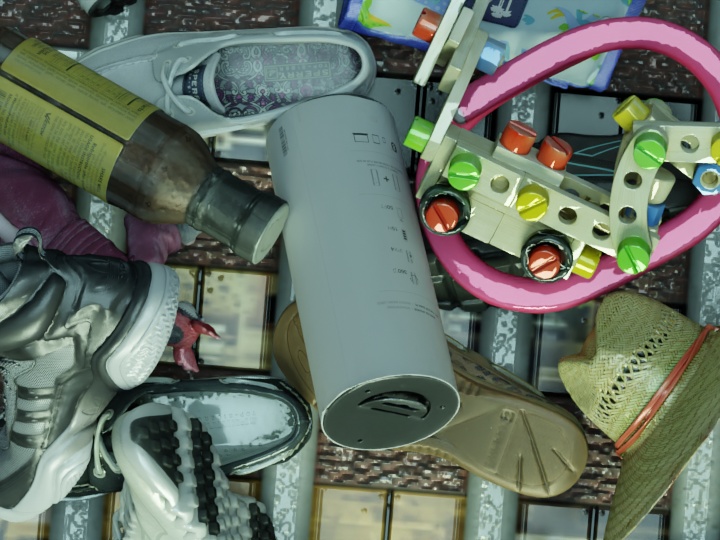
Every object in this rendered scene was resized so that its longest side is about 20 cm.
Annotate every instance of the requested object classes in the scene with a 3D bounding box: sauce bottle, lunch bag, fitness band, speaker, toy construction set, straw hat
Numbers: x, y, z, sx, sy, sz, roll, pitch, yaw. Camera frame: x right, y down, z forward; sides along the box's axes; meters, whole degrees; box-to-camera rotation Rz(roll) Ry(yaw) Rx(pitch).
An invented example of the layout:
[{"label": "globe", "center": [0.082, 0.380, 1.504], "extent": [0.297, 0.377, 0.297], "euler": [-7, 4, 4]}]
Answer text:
[{"label": "sauce bottle", "center": [-0.135, -0.068, 1.444], "extent": [0.200, 0.065, 0.065], "euler": [31, 88, 10]}, {"label": "lunch bag", "center": [0.090, -0.217, 1.481], "extent": [0.170, 0.127, 0.200], "euler": [14, 104, -7]}, {"label": "fitness band", "center": [0.128, -0.061, 1.444], "extent": [0.200, 0.037, 0.144], "euler": [-28, 86, 4]}, {"label": "speaker", "center": [0.000, 0.000, 1.442], "extent": [0.081, 0.081, 0.200], "euler": [-11, 57, -3]}, {"label": "toy construction set", "center": [0.103, -0.069, 1.384], "extent": [0.200, 0.092, 0.131], "euler": [31, 117, 11]}, {"label": "straw hat", "center": [0.160, 0.058, 1.439], "extent": [0.085, 0.201, 0.201], "euler": [36, 88, 2]}]

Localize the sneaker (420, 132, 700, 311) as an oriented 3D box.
[{"label": "sneaker", "center": [0.107, -0.032, 1.510], "extent": [0.200, 0.075, 0.079], "euler": [-14, 60, 4]}]

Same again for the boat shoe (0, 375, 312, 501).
[{"label": "boat shoe", "center": [-0.128, 0.095, 1.491], "extent": [0.200, 0.060, 0.076], "euler": [-12, 90, -3]}]

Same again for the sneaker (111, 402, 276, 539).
[{"label": "sneaker", "center": [-0.108, 0.141, 1.436], "extent": [0.081, 0.200, 0.075], "euler": [-11, 57, 11]}]

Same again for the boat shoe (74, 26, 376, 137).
[{"label": "boat shoe", "center": [-0.089, -0.108, 1.492], "extent": [0.200, 0.069, 0.072], "euler": [-2, 90, -2]}]

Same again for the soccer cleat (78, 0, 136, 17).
[{"label": "soccer cleat", "center": [-0.098, -0.233, 1.498], "extent": [0.200, 0.068, 0.073], "euler": [-37, 87, 0]}]

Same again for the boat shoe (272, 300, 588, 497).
[{"label": "boat shoe", "center": [0.041, 0.074, 1.506], "extent": [0.200, 0.063, 0.073], "euler": [28, 103, 1]}]

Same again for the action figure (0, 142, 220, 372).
[{"label": "action figure", "center": [-0.167, -0.009, 1.456], "extent": [0.200, 0.149, 0.134], "euler": [28, 82, 12]}]

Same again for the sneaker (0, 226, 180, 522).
[{"label": "sneaker", "center": [-0.189, 0.052, 1.399], "extent": [0.114, 0.076, 0.200], "euler": [25, 126, -18]}]
